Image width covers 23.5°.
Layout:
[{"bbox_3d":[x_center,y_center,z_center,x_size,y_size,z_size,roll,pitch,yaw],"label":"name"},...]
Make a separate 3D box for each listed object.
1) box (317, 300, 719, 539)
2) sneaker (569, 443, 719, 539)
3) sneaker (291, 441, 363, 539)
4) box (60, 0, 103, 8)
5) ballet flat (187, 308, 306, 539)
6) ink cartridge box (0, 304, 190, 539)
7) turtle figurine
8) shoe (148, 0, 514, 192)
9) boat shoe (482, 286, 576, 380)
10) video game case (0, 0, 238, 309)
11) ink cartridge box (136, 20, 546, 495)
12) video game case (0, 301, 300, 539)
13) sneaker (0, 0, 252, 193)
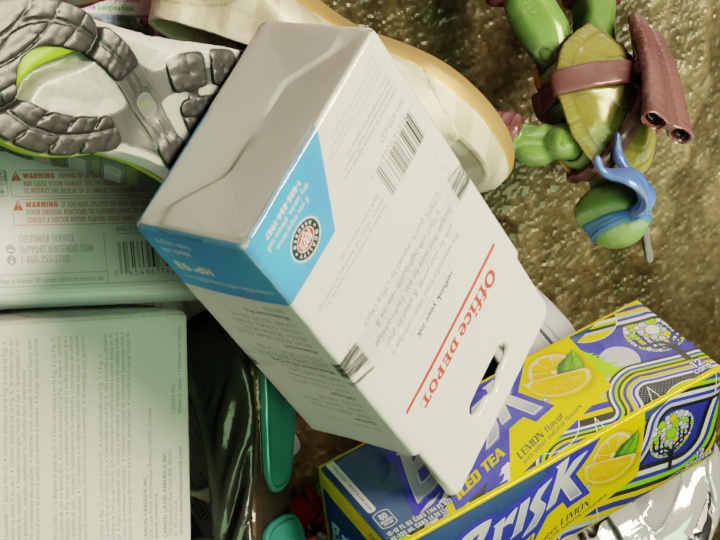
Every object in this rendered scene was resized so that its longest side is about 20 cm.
[{"bbox_3d":[0.081,0.094,0.855,0.199,0.070,0.065,-26,133,-21],"label":"box"},{"bbox_3d":[0.126,0.156,1.004,0.200,0.075,0.115,-51,125,-6],"label":"sneaker"},{"bbox_3d":[-0.009,0.126,0.902,0.200,0.077,0.085,-34,152,-30],"label":"sneaker"},{"bbox_3d":[-0.158,-0.206,0.707,0.102,0.094,0.202,-12,96,-28],"label":"box"},{"bbox_3d":[-0.059,0.115,0.833,0.068,0.068,0.202,9,76,-70],"label":"ballet flat"},{"bbox_3d":[-0.162,0.100,0.747,0.199,0.050,0.162,-3,93,-42],"label":"ink cartridge box"},{"bbox_3d":[0.092,-0.098,0.921,0.143,0.200,0.195,-7,83,-1],"label":"turtle figurine"},{"bbox_3d":[-0.013,-0.087,0.813,0.199,0.070,0.054,33,63,-20],"label":"shoe"},{"bbox_3d":[0.034,0.006,0.888,0.200,0.073,0.067,38,54,-17],"label":"boat shoe"},{"bbox_3d":[-0.144,-0.075,0.778,0.199,0.024,0.184,-2,82,-31],"label":"video game case"},{"bbox_3d":[0.000,0.000,0.770,0.116,0.066,0.200,-60,138,-24],"label":"ink cartridge box"},{"bbox_3d":[-0.127,0.064,0.826,0.182,0.022,0.201,-45,121,-35],"label":"video game case"},{"bbox_3d":[-0.107,-0.072,0.744,0.199,0.081,0.074,20,83,-47],"label":"sneaker"}]
